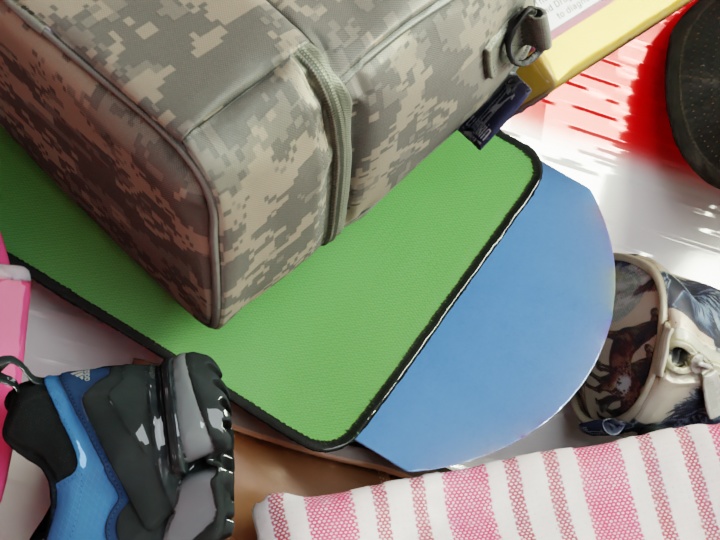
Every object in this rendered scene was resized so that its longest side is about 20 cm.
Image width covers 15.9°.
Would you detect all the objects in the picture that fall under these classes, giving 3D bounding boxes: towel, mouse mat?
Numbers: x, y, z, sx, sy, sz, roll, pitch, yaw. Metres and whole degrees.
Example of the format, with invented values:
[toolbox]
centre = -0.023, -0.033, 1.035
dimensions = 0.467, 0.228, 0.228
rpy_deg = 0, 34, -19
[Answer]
[towel]
centre = 0.070, 0.126, 0.923
dimensions = 0.200, 0.030, 0.147
rpy_deg = -8, 53, -13
[mouse mat]
centre = -0.049, -0.035, 0.994
dimensions = 0.200, 0.008, 0.161
rpy_deg = 31, 63, 12

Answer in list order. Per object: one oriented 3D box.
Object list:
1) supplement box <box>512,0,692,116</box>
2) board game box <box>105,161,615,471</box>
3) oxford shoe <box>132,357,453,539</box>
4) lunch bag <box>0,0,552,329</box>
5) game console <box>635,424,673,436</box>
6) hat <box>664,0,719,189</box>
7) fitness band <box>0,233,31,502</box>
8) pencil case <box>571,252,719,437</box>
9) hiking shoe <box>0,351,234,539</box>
[supplement box]
centre = 0.047, -0.171, 1.065
dimensions = 0.131, 0.103, 0.200
rpy_deg = -32, 92, -29
[board game box]
centre = 0.000, 0.000, 1.017
dimensions = 0.200, 0.039, 0.158
rpy_deg = 30, 56, 11
[oxford shoe]
centre = -0.005, 0.098, 0.999
dimensions = 0.200, 0.071, 0.071
rpy_deg = 19, 85, -11
[lunch bag]
centre = -0.051, -0.103, 0.947
dimensions = 0.168, 0.139, 0.200
rpy_deg = -41, 69, -17
[game console]
centre = 0.160, 0.187, 1.012
dimensions = 0.176, 0.116, 0.200
rpy_deg = 50, 52, -52
[hat]
centre = 0.235, -0.073, 1.134
dimensions = 0.200, 0.081, 0.201
rpy_deg = -9, 48, 10
[fitness band]
centre = -0.195, 0.042, 0.922
dimensions = 0.143, 0.037, 0.200
rpy_deg = 10, 79, -20
[pencil case]
centre = 0.184, 0.052, 1.079
dimensions = 0.200, 0.089, 0.078
rpy_deg = 15, 104, -22
[hiking shoe]
centre = -0.088, 0.126, 0.934
dimensions = 0.087, 0.074, 0.200
rpy_deg = 0, 99, -2
